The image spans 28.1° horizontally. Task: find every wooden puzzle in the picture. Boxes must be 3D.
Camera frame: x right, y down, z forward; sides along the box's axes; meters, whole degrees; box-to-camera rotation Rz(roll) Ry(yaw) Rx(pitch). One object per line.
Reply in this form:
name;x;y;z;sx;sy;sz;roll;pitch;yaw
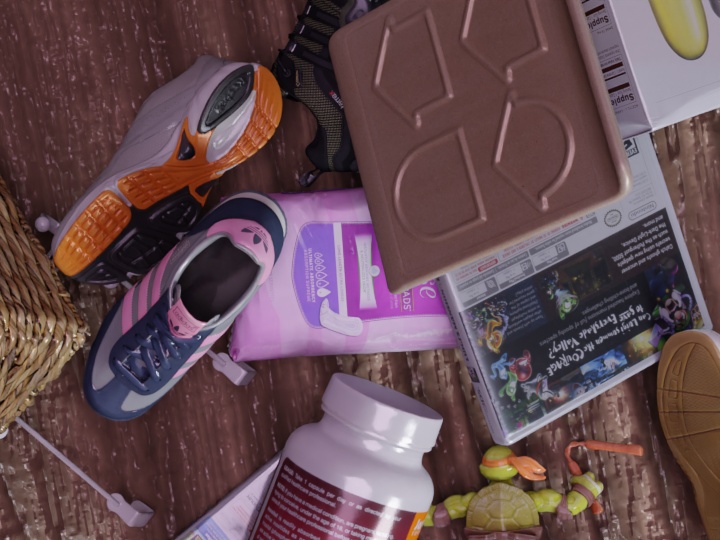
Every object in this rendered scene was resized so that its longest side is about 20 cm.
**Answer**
wooden puzzle;0.075;-0.101;0.914;0.199;0.046;0.186;-25;72;38

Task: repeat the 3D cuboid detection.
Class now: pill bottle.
pill bottle;-0.016;0.181;1.016;0.112;0.113;0.201;21;94;-2

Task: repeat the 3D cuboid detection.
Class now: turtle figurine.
turtle figurine;0.116;0.197;1.061;0.199;0.064;0.162;-5;94;-1

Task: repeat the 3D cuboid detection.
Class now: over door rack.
over door rack;-0.196;0.074;1.046;0.200;0.067;0.148;38;93;-3

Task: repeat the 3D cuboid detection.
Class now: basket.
basket;-0.307;0.009;0.959;0.143;0.149;0.200;-43;65;20

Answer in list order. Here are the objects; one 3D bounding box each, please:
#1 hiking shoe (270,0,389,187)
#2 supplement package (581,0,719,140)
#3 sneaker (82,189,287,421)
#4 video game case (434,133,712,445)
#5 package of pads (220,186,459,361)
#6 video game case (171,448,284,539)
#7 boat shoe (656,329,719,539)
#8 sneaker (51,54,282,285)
hiking shoe;-0.027;-0.164;1.026;0.100;0.076;0.201;-14;82;13
supplement package;0.196;-0.199;0.961;0.190;0.147;0.201;-20;93;-24
sneaker;-0.127;0.032;0.967;0.070;0.082;0.200;36;107;-9
video game case;0.147;-0.001;1.022;0.199;0.023;0.183;-25;101;-24
package of pads;0.000;0.000;1.039;0.199;0.076;0.121;-3;93;-1
video game case;-0.082;0.246;1.085;0.200;0.018;0.143;-39;94;2
boat shoe;0.276;0.127;1.060;0.069;0.071;0.201;-30;109;-38
sneaker;-0.146;-0.074;1.024;0.200;0.092;0.076;-45;126;-10
